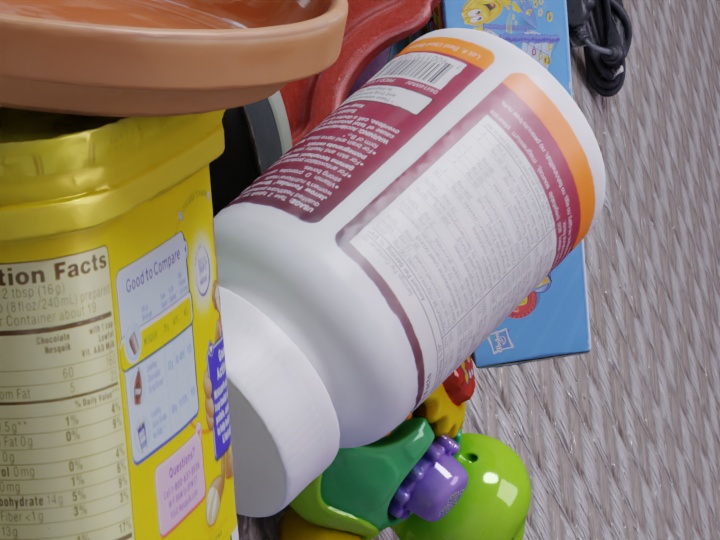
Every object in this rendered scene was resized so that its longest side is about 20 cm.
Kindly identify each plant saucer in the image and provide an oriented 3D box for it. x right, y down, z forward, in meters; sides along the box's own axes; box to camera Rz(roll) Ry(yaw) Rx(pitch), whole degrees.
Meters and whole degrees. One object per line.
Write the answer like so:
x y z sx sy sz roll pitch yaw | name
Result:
-0.104 -0.081 0.799 0.200 0.199 0.033 -46 147 -72 | plant saucer

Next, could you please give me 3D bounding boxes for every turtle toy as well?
0.007 0.066 1.179 0.146 0.100 0.200 -89 157 -46 | turtle toy

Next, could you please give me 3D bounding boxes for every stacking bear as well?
-0.023 -0.089 1.223 0.113 0.122 0.200 35 -6 14 | stacking bear

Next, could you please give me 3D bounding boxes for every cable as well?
0.193 -0.250 2.224 0.163 0.050 0.201 32 44 -68 | cable

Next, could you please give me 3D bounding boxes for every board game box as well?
0.055 -0.082 1.263 0.196 0.055 0.201 -115 -162 -71 | board game box

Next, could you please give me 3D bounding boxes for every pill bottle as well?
0.000 0.000 1.057 0.200 0.109 0.110 -43 123 -31 | pill bottle

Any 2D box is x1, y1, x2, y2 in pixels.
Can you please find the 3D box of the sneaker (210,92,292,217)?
-0.095 -0.075 1.047 0.201 0.074 0.106 65 29 -26 | sneaker

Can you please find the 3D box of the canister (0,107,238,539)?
-0.090 0.046 0.813 0.149 0.086 0.201 -41 129 -69 | canister
